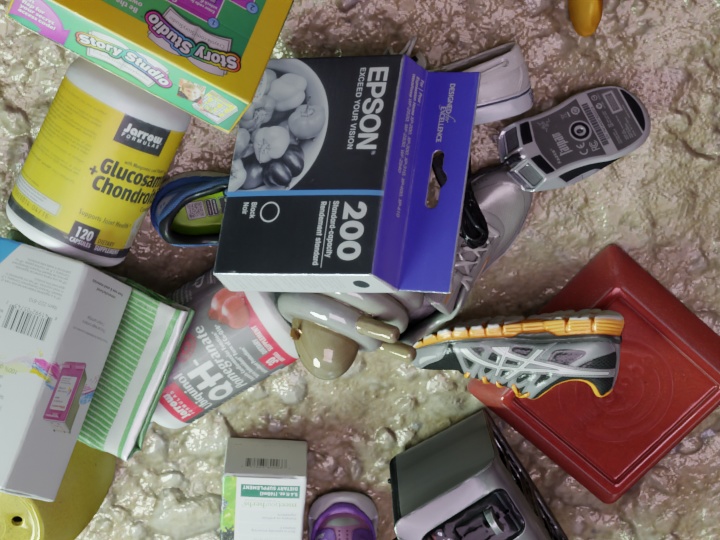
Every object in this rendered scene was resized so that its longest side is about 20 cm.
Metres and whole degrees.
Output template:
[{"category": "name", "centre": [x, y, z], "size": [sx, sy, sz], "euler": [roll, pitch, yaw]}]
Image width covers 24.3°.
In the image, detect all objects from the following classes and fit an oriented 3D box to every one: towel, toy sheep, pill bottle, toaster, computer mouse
[{"category": "towel", "centre": [-0.254, 0.065, 1.468], "size": [0.200, 0.023, 0.153], "euler": [23, 94, 23]}, {"category": "toy sheep", "centre": [0.000, 0.000, 1.427], "size": [0.138, 0.138, 0.200], "euler": [28, 74, -13]}, {"category": "pill bottle", "centre": [-0.152, 0.073, 1.500], "size": [0.200, 0.111, 0.111], "euler": [-31, 110, 10]}, {"category": "pill bottle", "centre": [-0.213, -0.113, 1.417], "size": [0.112, 0.112, 0.200], "euler": [24, 102, -12]}, {"category": "toaster", "centre": [0.114, 0.246, 1.551], "size": [0.119, 0.200, 0.181], "euler": [-30, 102, 7]}, {"category": "computer mouse", "centre": [0.160, -0.099, 1.460], "size": [0.200, 0.044, 0.110], "euler": [-20, 70, -11]}]

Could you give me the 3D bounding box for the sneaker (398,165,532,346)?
[{"category": "sneaker", "centre": [0.087, -0.003, 1.491], "size": [0.076, 0.092, 0.200], "euler": [35, 106, -15]}]

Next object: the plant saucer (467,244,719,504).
[{"category": "plant saucer", "centre": [0.238, 0.109, 1.574], "size": [0.200, 0.037, 0.200], "euler": [40, 105, -17]}]

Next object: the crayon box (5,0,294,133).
[{"category": "crayon box", "centre": [-0.157, -0.233, 1.348], "size": [0.200, 0.173, 0.058], "euler": [27, 150, -12]}]

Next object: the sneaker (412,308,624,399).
[{"category": "sneaker", "centre": [0.140, 0.080, 1.512], "size": [0.200, 0.078, 0.077], "euler": [-4, 96, 17]}]

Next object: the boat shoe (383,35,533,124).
[{"category": "boat shoe", "centre": [0.046, -0.160, 1.435], "size": [0.202, 0.075, 0.086], "euler": [-12, 113, 0]}]

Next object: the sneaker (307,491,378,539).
[{"category": "sneaker", "centre": [-0.018, 0.319, 1.619], "size": [0.080, 0.088, 0.200], "euler": [-2, 113, -3]}]

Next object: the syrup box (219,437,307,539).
[{"category": "syrup box", "centre": [-0.095, 0.266, 1.598], "size": [0.079, 0.081, 0.200], "euler": [3, 111, -3]}]

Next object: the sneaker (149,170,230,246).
[{"category": "sneaker", "centre": [-0.086, -0.058, 1.462], "size": [0.200, 0.089, 0.079], "euler": [-17, 112, 2]}]

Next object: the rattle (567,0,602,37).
[{"category": "rattle", "centre": [0.260, -0.297, 1.395], "size": [0.200, 0.130, 0.143], "euler": [-37, 123, -16]}]

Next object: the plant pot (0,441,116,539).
[{"category": "plant pot", "centre": [-0.330, 0.200, 1.527], "size": [0.200, 0.142, 0.200], "euler": [-1, 112, -3]}]

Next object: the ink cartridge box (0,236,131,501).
[{"category": "ink cartridge box", "centre": [-0.303, 0.080, 1.416], "size": [0.144, 0.085, 0.200], "euler": [16, 81, 25]}]

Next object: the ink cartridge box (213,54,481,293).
[{"category": "ink cartridge box", "centre": [-0.011, -0.080, 1.366], "size": [0.200, 0.043, 0.198], "euler": [1, 71, 22]}]
